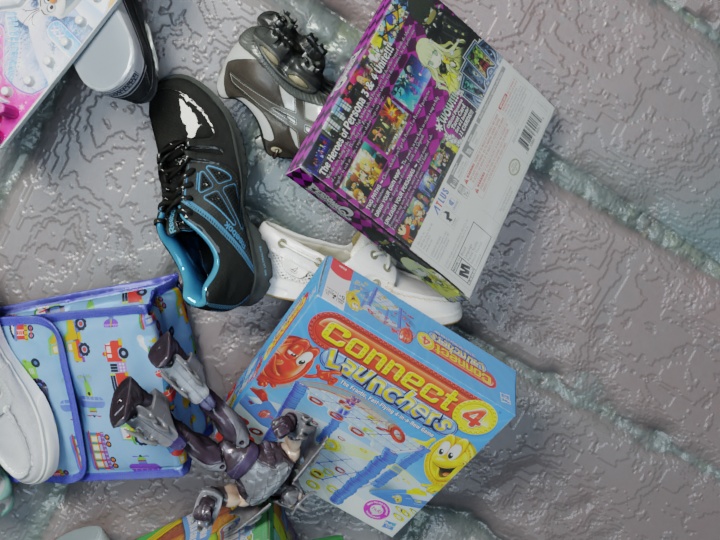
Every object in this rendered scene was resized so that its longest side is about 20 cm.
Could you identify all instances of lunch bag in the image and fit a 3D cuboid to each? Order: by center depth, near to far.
[{"bbox_3d":[-0.246,0.100,0.822,0.195,0.094,0.154,-8,105,10],"label":"lunch bag"}]

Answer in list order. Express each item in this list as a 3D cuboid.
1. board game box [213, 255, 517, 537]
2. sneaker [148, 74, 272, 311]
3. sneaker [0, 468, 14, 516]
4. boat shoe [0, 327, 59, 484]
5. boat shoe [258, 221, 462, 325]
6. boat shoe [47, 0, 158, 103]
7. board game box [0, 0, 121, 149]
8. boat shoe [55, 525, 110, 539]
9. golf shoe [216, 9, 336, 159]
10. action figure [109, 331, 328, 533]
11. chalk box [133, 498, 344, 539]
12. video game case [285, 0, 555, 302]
[{"bbox_3d":[0.002,0.117,0.816,0.198,0.056,0.197,30,124,-11],"label":"board game box"},{"bbox_3d":[-0.133,-0.065,0.768,0.072,0.081,0.204,-22,87,31],"label":"sneaker"},{"bbox_3d":[-0.386,0.178,0.771,0.140,0.077,0.202,-49,134,-26],"label":"sneaker"},{"bbox_3d":[-0.315,0.090,0.766,0.071,0.068,0.204,-16,98,25],"label":"boat shoe"},{"bbox_3d":[0.000,0.000,0.823,0.195,0.071,0.071,11,103,-7],"label":"boat shoe"},{"bbox_3d":[-0.210,-0.229,0.751,0.073,0.068,0.202,-29,80,12],"label":"boat shoe"},{"bbox_3d":[-0.284,-0.233,0.720,0.200,0.026,0.201,44,97,12],"label":"board game box"},{"bbox_3d":[-0.291,0.320,0.867,0.198,0.071,0.092,-35,105,9],"label":"boat shoe"},{"bbox_3d":[-0.036,-0.121,0.801,0.094,0.078,0.200,-37,106,26],"label":"golf shoe"},{"bbox_3d":[-0.108,0.145,0.760,0.131,0.069,0.200,-48,115,-3],"label":"action figure"},{"bbox_3d":[-0.107,0.286,0.848,0.197,0.125,0.126,-26,104,-1],"label":"chalk box"},{"bbox_3d":[0.057,-0.108,0.768,0.180,0.036,0.203,35,68,-21],"label":"video game case"}]
